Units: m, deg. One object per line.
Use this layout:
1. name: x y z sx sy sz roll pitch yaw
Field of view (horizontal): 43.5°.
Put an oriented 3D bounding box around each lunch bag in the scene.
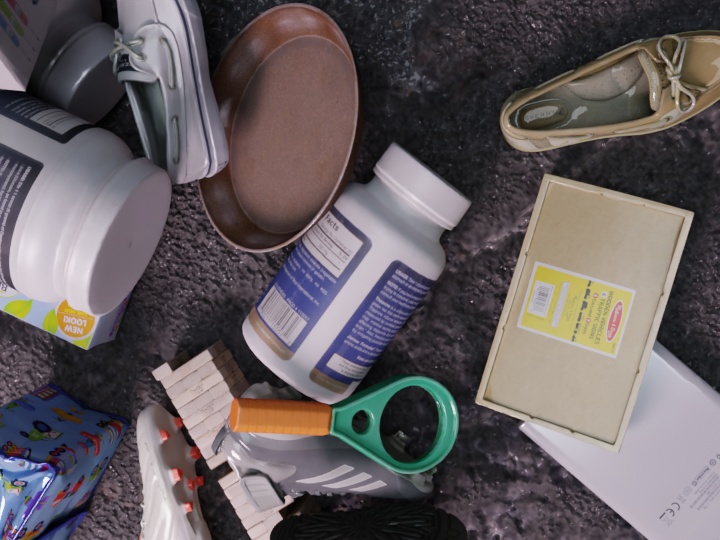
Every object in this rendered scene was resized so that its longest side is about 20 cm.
1. lunch bag: -0.302 0.221 0.788 0.093 0.151 0.202 24 98 5

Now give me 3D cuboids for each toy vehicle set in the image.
1. toy vehicle set: 0.182 0.033 0.741 0.123 0.026 0.203 18 93 18

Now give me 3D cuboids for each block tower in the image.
1. block tower: -0.105 0.157 0.802 0.057 0.054 0.201 -32 91 9

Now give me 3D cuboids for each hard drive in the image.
1. hard drive: 0.252 0.147 0.763 0.199 0.025 0.132 40 99 3

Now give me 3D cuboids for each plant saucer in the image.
1. plant saucer: -0.063 -0.114 0.737 0.199 0.034 0.203 -9 77 44

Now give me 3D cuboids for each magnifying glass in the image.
1. magnifying glass: -0.007 0.119 0.712 0.198 0.022 0.081 8 88 -26

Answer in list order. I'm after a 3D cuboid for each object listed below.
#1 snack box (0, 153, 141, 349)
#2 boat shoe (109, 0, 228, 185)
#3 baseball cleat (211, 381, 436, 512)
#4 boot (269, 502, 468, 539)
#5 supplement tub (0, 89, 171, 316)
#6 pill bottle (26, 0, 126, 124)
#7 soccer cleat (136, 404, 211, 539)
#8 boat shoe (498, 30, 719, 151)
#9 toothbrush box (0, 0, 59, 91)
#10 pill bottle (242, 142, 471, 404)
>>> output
1. snack box: -0.288 -0.049 0.803 0.198 0.068 0.170 24 97 6
2. boat shoe: -0.161 -0.164 0.711 0.073 0.066 0.202 -2 112 48
3. baseball cleat: -0.034 0.165 0.761 0.199 0.070 0.107 32 101 -24
4. boot: 0.016 0.300 0.763 0.179 0.073 0.203 -5 107 19
5. supplement tub: -0.262 -0.063 0.694 0.198 0.140 0.142 25 98 5
6. pill bottle: -0.291 -0.217 0.762 0.199 0.120 0.120 40 99 3
7. soccer cleat: -0.174 0.222 0.814 0.077 0.069 0.203 -16 96 12
8. boat shoe: 0.209 -0.143 0.723 0.198 0.063 0.074 -12 94 9
9. toothbrush box: -0.318 -0.218 0.633 0.197 0.086 0.147 8 68 9
10. pill bottle: 0.000 0.000 0.743 0.111 0.111 0.201 37 99 3
